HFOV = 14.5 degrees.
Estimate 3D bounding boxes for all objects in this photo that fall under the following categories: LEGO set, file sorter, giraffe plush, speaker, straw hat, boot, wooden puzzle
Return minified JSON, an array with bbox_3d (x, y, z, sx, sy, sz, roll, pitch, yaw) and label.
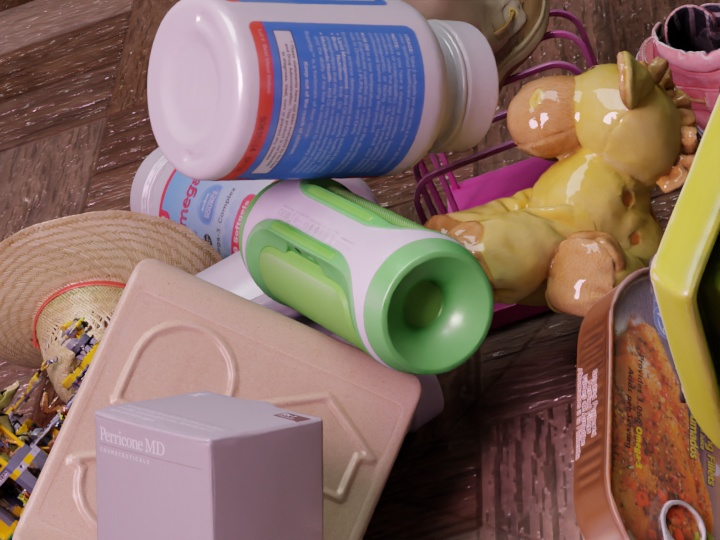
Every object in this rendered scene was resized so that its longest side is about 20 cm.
[{"bbox_3d":[-0.239,0.100,1.808,0.154,0.116,0.200,-52,5,-29],"label":"LEGO set"},{"bbox_3d":[0.109,-0.074,1.914,0.139,0.126,0.200,-19,27,9],"label":"file sorter"},{"bbox_3d":[0.140,-0.054,1.735,0.200,0.162,0.173,9,0,-15],"label":"giraffe plush"},{"bbox_3d":[0.000,0.000,1.676,0.088,0.089,0.200,-32,26,-16],"label":"speaker"},{"bbox_3d":[-0.175,0.050,1.904,0.201,0.201,0.085,-19,58,9],"label":"straw hat"},{"bbox_3d":[0.053,-0.196,1.867,0.073,0.156,0.200,-5,33,33],"label":"boot"},{"bbox_3d":[-0.082,0.115,1.648,0.046,0.185,0.200,120,174,-69],"label":"wooden puzzle"}]

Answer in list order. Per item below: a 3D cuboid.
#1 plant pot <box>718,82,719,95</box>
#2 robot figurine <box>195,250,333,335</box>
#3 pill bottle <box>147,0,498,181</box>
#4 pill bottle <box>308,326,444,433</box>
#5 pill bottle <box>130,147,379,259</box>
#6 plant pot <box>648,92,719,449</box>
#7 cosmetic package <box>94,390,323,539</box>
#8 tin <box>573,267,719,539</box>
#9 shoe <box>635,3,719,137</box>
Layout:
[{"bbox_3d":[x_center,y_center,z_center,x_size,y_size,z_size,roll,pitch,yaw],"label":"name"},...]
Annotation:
[{"bbox_3d":[0.321,-0.157,1.796,0.200,0.175,0.200,-6,36,5],"label":"plant pot"},{"bbox_3d":[-0.055,0.038,1.853,0.200,0.113,0.170,-29,-12,-13],"label":"robot figurine"},{"bbox_3d":[-0.018,-0.110,1.711,0.200,0.112,0.112,-2,13,-34],"label":"pill bottle"},{"bbox_3d":[-0.053,0.103,1.734,0.200,0.112,0.112,-31,28,-14],"label":"pill bottle"},{"bbox_3d":[-0.080,-0.036,2.014,0.109,0.109,0.200,-36,29,-23],"label":"pill bottle"},{"bbox_3d":[0.265,0.000,1.478,0.181,0.199,0.200,12,63,23],"label":"plant pot"},{"bbox_3d":[-0.081,0.171,1.525,0.090,0.200,0.107,-12,12,-41],"label":"cosmetic package"},{"bbox_3d":[0.169,0.092,1.544,0.042,0.112,0.200,-41,35,47],"label":"tin"},{"bbox_3d":[0.235,-0.152,1.994,0.071,0.091,0.200,-25,27,-4],"label":"shoe"}]
